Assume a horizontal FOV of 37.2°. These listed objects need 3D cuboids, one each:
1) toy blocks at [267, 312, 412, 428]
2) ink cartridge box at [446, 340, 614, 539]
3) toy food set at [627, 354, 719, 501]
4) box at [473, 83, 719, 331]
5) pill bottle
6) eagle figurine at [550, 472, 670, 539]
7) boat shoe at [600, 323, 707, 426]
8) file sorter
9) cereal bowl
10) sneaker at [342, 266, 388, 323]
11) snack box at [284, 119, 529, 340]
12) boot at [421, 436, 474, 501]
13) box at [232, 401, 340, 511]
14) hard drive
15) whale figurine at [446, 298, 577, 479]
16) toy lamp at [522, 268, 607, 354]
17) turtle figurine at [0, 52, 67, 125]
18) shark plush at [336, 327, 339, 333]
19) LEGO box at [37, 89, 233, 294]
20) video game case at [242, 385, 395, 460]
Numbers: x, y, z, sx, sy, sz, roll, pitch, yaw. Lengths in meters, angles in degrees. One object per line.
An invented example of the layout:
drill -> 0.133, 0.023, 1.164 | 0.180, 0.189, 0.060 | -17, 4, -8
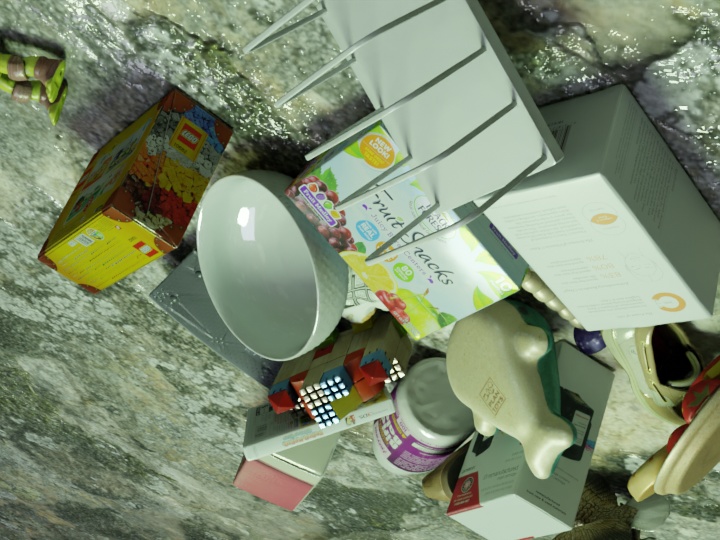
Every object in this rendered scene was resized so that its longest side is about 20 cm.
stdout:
toy blocks -> -0.025, 0.122, 1.226 | 0.199, 0.137, 0.100 | -24, 106, 19
ink cartridge box -> 0.194, 0.198, 1.225 | 0.083, 0.201, 0.146 | 32, 148, -13
toy food set -> 0.350, 0.142, 1.060 | 0.049, 0.198, 0.200 | 40, 150, 28
box -> 0.210, -0.046, 0.918 | 0.124, 0.098, 0.200 | -10, 138, 42
pill bottle -> 0.078, 0.197, 1.385 | 0.112, 0.113, 0.200 | 23, 150, -3
eagle figurine -> 0.301, 0.345, 1.442 | 0.200, 0.151, 0.152 | 27, 161, -25
boat shoe -> 0.319, 0.104, 1.105 | 0.200, 0.074, 0.066 | 43, 164, -33
file sorter -> 0.025, -0.126, 0.804 | 0.139, 0.124, 0.200 | -22, 101, 50
cereal bowl -> -0.081, -0.013, 1.124 | 0.200, 0.083, 0.201 | 23, 123, 40
sneaker -> 0.000, 0.000, 1.150 | 0.087, 0.076, 0.200 | 29, 149, -14
snack box -> 0.045, -0.042, 1.007 | 0.200, 0.053, 0.142 | 48, 132, -13
boot -> 0.155, 0.226, 1.329 | 0.075, 0.200, 0.074 | -27, 88, 54
box -> -0.104, 0.257, 1.583 | 0.109, 0.128, 0.200 | 24, 149, -4
hard drive -> -0.151, 0.055, 1.328 | 0.200, 0.042, 0.135 | 39, 133, -13
whale figurine -> 0.175, 0.120, 1.137 | 0.103, 0.200, 0.159 | -4, 134, -32
toy lamp -> 0.175, 0.013, 1.081 | 0.200, 0.058, 0.058 | 37, 147, -27
turtle figurine -> -0.381, -0.199, 1.082 | 0.161, 0.065, 0.200 | 17, 142, -7
shark plush -> -0.031, 0.101, 1.350 | 0.200, 0.091, 0.084 | -10, 107, 52
LEGO box -> -0.235, -0.076, 1.102 | 0.077, 0.149, 0.200 | 35, 148, -24
video game case -> -0.054, 0.174, 1.324 | 0.181, 0.023, 0.200 | -18, -174, -3
